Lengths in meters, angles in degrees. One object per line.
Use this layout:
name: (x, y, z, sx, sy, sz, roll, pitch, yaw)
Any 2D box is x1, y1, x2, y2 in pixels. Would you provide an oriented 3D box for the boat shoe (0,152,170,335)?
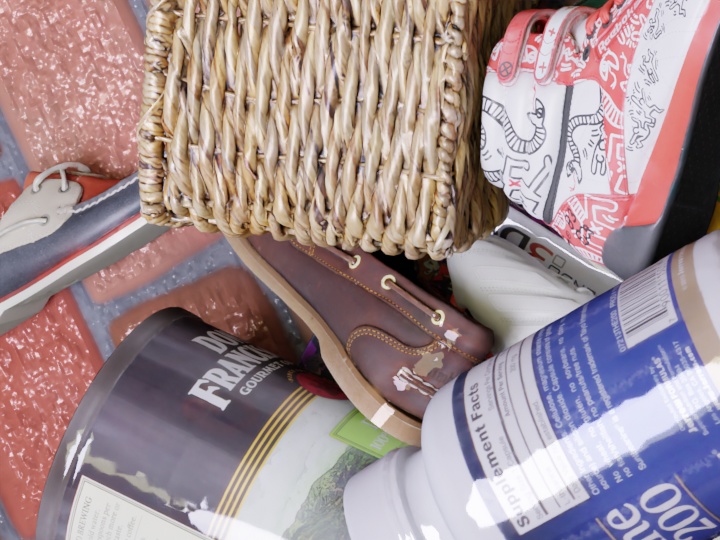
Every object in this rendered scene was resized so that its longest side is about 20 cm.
boat shoe: (-0.160, -0.019, 1.470, 0.200, 0.071, 0.063, -30, 84, 25)

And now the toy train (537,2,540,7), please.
toy train: (0.072, -0.151, 1.384, 0.046, 0.034, 0.200, 14, 101, 21)

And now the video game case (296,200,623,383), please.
video game case: (0.059, 0.067, 1.416, 0.181, 0.036, 0.200, 33, 107, 15)

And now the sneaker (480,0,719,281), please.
sneaker: (0.112, -0.098, 1.197, 0.108, 0.067, 0.202, 34, 126, 26)

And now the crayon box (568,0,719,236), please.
crayon box: (0.156, -0.025, 1.305, 0.052, 0.126, 0.200, -32, 76, -10)

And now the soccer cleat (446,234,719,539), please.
soccer cleat: (0.121, 0.041, 1.320, 0.200, 0.069, 0.078, 46, 116, 25)

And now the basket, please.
basket: (-0.005, -0.117, 1.284, 0.149, 0.143, 0.200, 7, 104, 17)

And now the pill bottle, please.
pill bottle: (0.097, 0.076, 1.198, 0.200, 0.111, 0.111, -31, 86, 20)

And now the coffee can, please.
coffee can: (-0.031, 0.123, 1.360, 0.200, 0.146, 0.147, 24, 104, 16)

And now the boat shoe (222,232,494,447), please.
boat shoe: (0.000, 0.000, 1.357, 0.070, 0.070, 0.200, -58, 45, 17)
